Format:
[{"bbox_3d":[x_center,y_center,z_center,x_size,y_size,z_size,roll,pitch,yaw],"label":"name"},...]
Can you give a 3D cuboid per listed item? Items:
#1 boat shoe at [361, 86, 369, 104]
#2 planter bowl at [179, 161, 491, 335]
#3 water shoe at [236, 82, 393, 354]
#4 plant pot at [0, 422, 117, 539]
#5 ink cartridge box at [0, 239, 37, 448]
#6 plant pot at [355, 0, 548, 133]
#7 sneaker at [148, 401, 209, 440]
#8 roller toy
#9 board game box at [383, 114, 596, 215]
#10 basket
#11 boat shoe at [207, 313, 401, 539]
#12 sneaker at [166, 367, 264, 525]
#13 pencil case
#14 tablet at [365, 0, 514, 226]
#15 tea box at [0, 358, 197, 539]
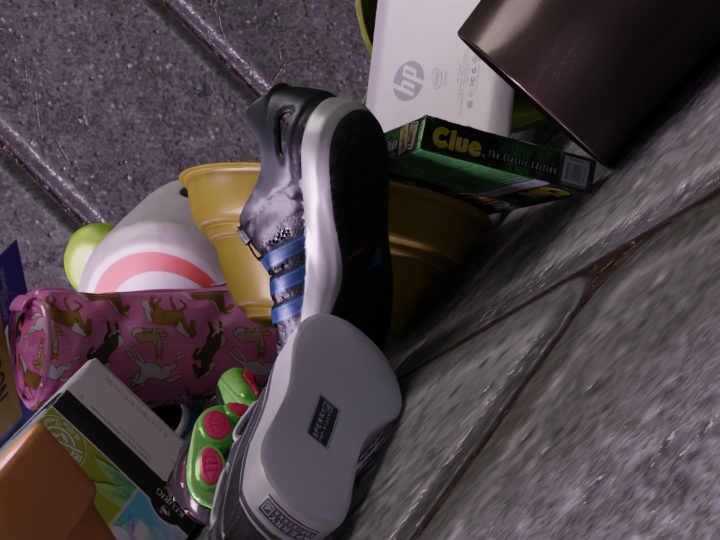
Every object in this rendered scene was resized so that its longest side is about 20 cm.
[{"bbox_3d":[0.010,-0.099,1.363,0.072,0.061,0.202,-30,-44,-60],"label":"boat shoe"},{"bbox_3d":[-0.021,-0.004,1.073,0.200,0.198,0.085,156,124,-74],"label":"planter bowl"},{"bbox_3d":[-0.028,-0.011,0.973,0.071,0.078,0.202,-26,-49,-44],"label":"water shoe"},{"bbox_3d":[-0.164,0.189,0.775,0.200,0.140,0.200,-46,6,6],"label":"plant pot"},{"bbox_3d":[-0.295,0.111,1.273,0.200,0.047,0.199,-45,-28,-32],"label":"ink cartridge box"},{"bbox_3d":[0.120,-0.215,1.285,0.200,0.201,0.193,-44,-5,23],"label":"plant pot"},{"bbox_3d":[-0.193,0.144,1.348,0.199,0.071,0.093,-33,-21,11],"label":"sneaker"},{"bbox_3d":[-0.140,0.021,1.499,0.181,0.202,0.140,-19,17,26],"label":"roller toy"},{"bbox_3d":[0.049,-0.056,1.009,0.200,0.104,0.024,171,113,-71],"label":"board game box"},{"bbox_3d":[0.157,-0.169,0.938,0.200,0.136,0.180,-50,-1,5],"label":"basket"},{"bbox_3d":[-0.031,0.090,0.867,0.068,0.072,0.200,-45,11,25],"label":"boat shoe"},{"bbox_3d":[-0.070,0.117,0.990,0.084,0.076,0.200,-63,1,7],"label":"sneaker"},{"bbox_3d":[-0.158,0.053,1.258,0.198,0.087,0.083,-3,-33,-31],"label":"pencil case"},{"bbox_3d":[0.052,-0.128,1.160,0.129,0.014,0.203,0,80,42],"label":"tablet"},{"bbox_3d":[-0.226,0.201,1.150,0.200,0.134,0.197,-43,8,32],"label":"tea box"}]
